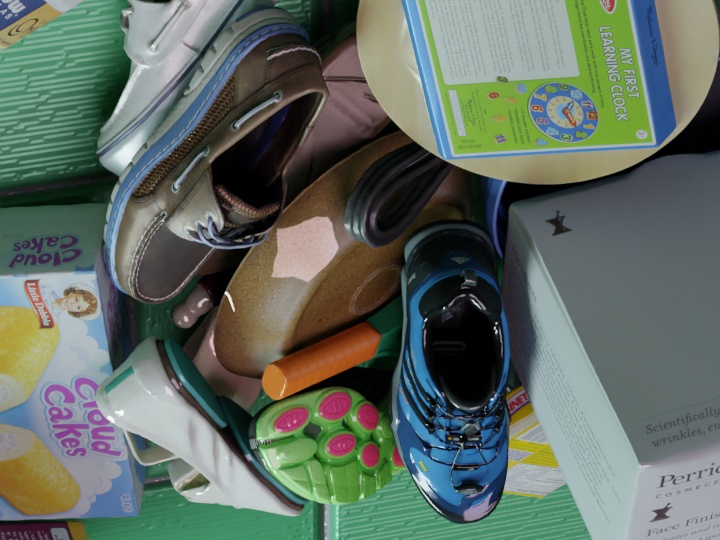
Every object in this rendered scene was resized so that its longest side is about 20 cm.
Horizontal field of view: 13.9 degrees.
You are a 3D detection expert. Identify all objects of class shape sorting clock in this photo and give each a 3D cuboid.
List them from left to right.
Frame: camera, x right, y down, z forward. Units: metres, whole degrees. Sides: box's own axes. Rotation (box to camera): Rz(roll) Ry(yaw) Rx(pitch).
[{"bbox_3d":[0.097,-0.129,1.622,0.199,0.039,0.200,7,132,7],"label":"shape sorting clock"}]

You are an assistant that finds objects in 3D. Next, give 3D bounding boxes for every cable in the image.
[{"bbox_3d":[0.054,-0.093,1.725,0.200,0.050,0.097,-53,149,-10],"label":"cable"}]

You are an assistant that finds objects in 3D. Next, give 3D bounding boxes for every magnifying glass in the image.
[{"bbox_3d":[0.020,0.034,1.799,0.200,0.022,0.080,-25,150,-40],"label":"magnifying glass"}]

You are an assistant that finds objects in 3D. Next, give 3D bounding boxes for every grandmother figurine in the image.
[{"bbox_3d":[-0.067,0.021,1.824,0.121,0.061,0.200,-5,132,-51],"label":"grandmother figurine"}]

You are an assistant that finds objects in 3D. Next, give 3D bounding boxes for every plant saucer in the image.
[{"bbox_3d":[0.000,0.000,1.777,0.200,0.035,0.200,-35,154,-20],"label":"plant saucer"}]

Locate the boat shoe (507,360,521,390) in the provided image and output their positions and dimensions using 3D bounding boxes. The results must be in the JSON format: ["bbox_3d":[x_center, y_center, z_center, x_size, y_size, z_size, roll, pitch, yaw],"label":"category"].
[{"bbox_3d":[0.154,0.010,1.879,0.074,0.066,0.199,28,115,-34],"label":"boat shoe"}]

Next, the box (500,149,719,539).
[{"bbox_3d":[0.207,0.047,1.721,0.198,0.200,0.131,-14,145,-12],"label":"box"}]

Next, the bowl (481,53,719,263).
[{"bbox_3d":[0.164,-0.068,1.757,0.200,0.039,0.201,-15,144,-12],"label":"bowl"}]

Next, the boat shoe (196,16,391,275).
[{"bbox_3d":[-0.045,-0.074,1.743,0.200,0.063,0.073,-39,111,15],"label":"boat shoe"}]

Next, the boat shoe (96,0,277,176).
[{"bbox_3d":[-0.101,-0.142,1.679,0.070,0.071,0.200,37,117,-8],"label":"boat shoe"}]

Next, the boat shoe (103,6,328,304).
[{"bbox_3d":[-0.082,-0.050,1.661,0.072,0.072,0.200,1,131,-39],"label":"boat shoe"}]

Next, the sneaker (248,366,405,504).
[{"bbox_3d":[-0.018,0.101,1.839,0.200,0.084,0.077,-4,96,-62],"label":"sneaker"}]

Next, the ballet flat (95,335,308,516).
[{"bbox_3d":[-0.100,0.103,1.788,0.069,0.070,0.200,-31,143,8],"label":"ballet flat"}]

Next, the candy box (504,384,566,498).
[{"bbox_3d":[0.115,0.109,1.905,0.102,0.026,0.200,-30,162,20],"label":"candy box"}]

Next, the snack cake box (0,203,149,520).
[{"bbox_3d":[-0.197,0.058,1.781,0.115,0.067,0.200,-2,130,6],"label":"snack cake box"}]

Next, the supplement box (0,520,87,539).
[{"bbox_3d":[-0.251,0.231,1.818,0.103,0.131,0.200,-27,161,31],"label":"supplement box"}]

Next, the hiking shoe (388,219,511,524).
[{"bbox_3d":[0.053,0.073,1.747,0.074,0.087,0.200,-7,118,-1],"label":"hiking shoe"}]

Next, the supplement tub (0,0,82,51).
[{"bbox_3d":[-0.226,-0.176,1.549,0.200,0.145,0.144,-30,131,7],"label":"supplement tub"}]
